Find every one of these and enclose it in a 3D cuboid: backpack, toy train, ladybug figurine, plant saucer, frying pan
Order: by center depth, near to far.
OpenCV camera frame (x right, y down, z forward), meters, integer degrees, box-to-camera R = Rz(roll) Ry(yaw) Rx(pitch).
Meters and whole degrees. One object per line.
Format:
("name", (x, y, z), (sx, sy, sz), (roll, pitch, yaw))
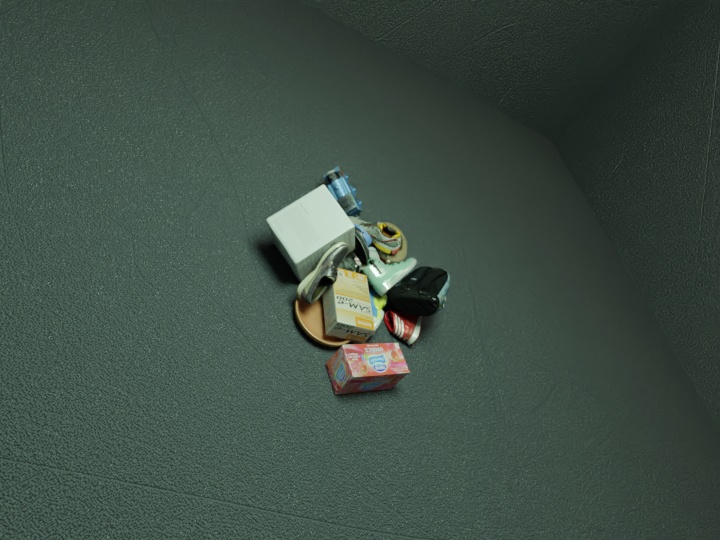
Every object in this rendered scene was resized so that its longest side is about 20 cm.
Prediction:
("plant saucer", (-0.102, 0.134, 1.470), (0.198, 0.038, 0.202), (23, 41, -22))
("frying pan", (-0.025, -0.102, 1.581), (0.031, 0.115, 0.191), (-28, 62, -15))
("backpack", (0.202, 0.062, 1.611), (0.161, 0.155, 0.201), (8, 42, 25))
("ladybug figurine", (0.095, -0.084, 1.776), (0.135, 0.072, 0.201), (30, 38, -13))
("toy train", (-0.061, -0.270, 1.808), (0.202, 0.086, 0.114), (63, 10, 6))

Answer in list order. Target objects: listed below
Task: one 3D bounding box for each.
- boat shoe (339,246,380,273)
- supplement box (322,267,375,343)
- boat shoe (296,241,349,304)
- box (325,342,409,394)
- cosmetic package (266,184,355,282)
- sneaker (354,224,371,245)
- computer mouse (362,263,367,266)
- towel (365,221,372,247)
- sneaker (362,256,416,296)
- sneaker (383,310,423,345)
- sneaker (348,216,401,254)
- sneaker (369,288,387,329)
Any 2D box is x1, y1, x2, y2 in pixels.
("boat shoe", (-0.021, -0.016, 1.637), (0.200, 0.075, 0.087), (-7, 54, -32))
("supplement box", (-0.038, 0.095, 1.471), (0.125, 0.074, 0.202), (16, 45, -28))
("boat shoe", (-0.093, 0.011, 1.428), (0.065, 0.200, 0.072), (36, -12, 31))
("box", (0.020, 0.265, 1.394), (0.198, 0.103, 0.096), (5, 50, -38))
("cosmetic package", (-0.140, -0.103, 1.495), (0.199, 0.168, 0.167), (-33, 72, -11))
("sneaker", (-0.062, -0.120, 1.635), (0.198, 0.070, 0.078), (31, 54, 6))
("computer mouse", (0.000, 0.000, 1.692), (0.058, 0.034, 0.201), (18, 48, 0))
("towel", (0.074, -0.090, 1.844), (0.151, 0.023, 0.202), (5, 49, -37))
("sneaker", (0.090, -0.017, 1.603), (0.118, 0.074, 0.200), (47, 47, 7))
("sneaker", (0.143, 0.132, 1.643), (0.115, 0.078, 0.201), (32, 38, -13))
("sneaker", (0.046, -0.133, 1.679), (0.198, 0.083, 0.078), (25, 41, 8))
("sneaker", (0.018, 0.119, 1.563), (0.104, 0.076, 0.200), (26, 27, -2))
